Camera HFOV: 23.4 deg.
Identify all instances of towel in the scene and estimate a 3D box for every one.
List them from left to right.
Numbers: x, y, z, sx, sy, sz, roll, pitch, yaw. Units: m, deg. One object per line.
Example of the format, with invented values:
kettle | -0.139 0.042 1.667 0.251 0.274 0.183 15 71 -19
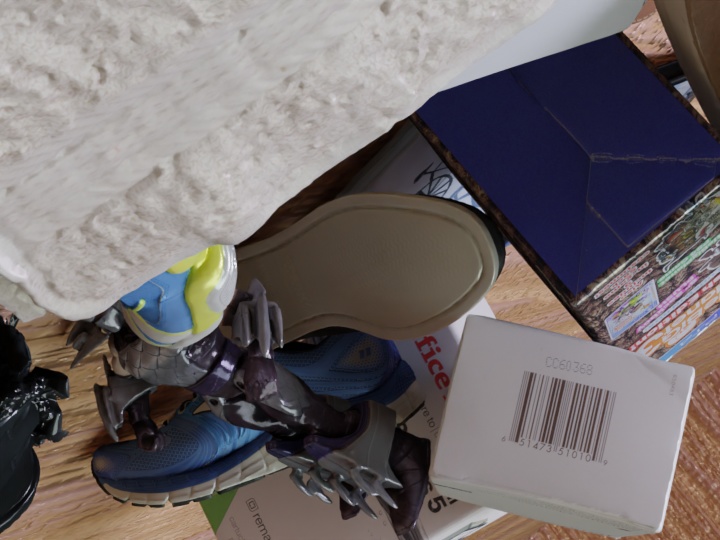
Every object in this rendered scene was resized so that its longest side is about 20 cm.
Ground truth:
towel | -0.043 -0.066 0.460 0.200 0.035 0.133 -35 143 9

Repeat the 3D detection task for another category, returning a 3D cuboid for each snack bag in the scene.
snack bag | 0.034 -0.043 1.002 0.189 0.021 0.200 -45 160 17

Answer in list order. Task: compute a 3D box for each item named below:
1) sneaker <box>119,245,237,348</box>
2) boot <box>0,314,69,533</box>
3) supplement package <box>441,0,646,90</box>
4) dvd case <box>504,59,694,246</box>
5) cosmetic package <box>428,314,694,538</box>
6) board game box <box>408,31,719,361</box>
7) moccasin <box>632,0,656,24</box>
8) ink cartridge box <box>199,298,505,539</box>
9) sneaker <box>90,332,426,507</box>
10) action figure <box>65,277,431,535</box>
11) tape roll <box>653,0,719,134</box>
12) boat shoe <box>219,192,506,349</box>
sneaker | -0.104 -0.025 0.667 0.105 0.076 0.200 -20 149 -22
boot | -0.212 0.107 0.756 0.198 0.073 0.163 -41 168 -24
supplement package | 0.066 -0.171 0.558 0.155 0.111 0.200 -23 157 -46
dvd case | 0.165 -0.084 1.146 0.143 0.018 0.200 -49 168 27
cosmetic package | 0.096 0.083 0.870 0.200 0.112 0.082 66 37 -78
board game box | 0.108 -0.049 0.853 0.097 0.160 0.200 -40 158 4
moccasin | 0.162 -0.180 0.808 0.074 0.078 0.202 -30 162 -32
ink cartridge box | 0.004 0.108 1.053 0.200 0.146 0.084 -33 165 18
sneaker | -0.066 0.074 0.994 0.199 0.090 0.079 -22 179 12
action figure | -0.058 0.054 0.822 0.130 0.200 0.070 -21 -137 51
tape roll | 0.218 -0.103 0.701 0.139 0.203 0.203 -29 164 0
boat shoe | 0.000 0.000 0.850 0.200 0.074 0.060 -20 -176 45
